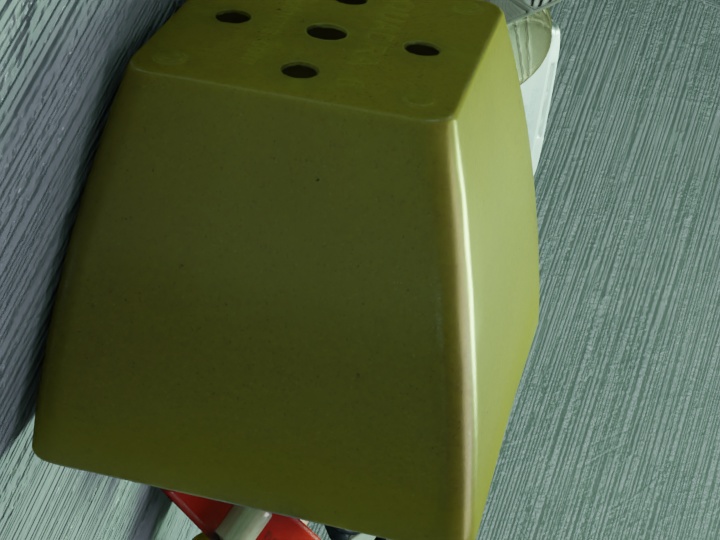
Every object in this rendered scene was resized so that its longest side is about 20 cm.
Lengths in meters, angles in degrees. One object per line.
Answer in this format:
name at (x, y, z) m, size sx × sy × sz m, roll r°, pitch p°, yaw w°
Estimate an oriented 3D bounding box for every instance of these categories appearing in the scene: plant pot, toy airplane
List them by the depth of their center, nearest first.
plant pot at (-0.021, -0.025, 0.707) m, size 0.200 × 0.198 × 0.178 m, roll -63°, pitch 160°, yaw -58°
toy airplane at (-0.078, 0.190, 1.205) m, size 0.199 × 0.141 × 0.201 m, roll -21°, pitch 127°, yaw -39°

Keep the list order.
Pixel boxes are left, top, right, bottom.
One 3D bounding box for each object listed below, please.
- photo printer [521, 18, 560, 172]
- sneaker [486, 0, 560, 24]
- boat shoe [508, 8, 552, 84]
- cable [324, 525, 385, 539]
photo printer at (0.085, -0.183, 1.382) m, size 0.069 × 0.200 × 0.168 m, roll -14°, pitch 132°, yaw -27°
sneaker at (0.050, -0.209, 1.119) m, size 0.106 × 0.198 × 0.075 m, roll -126°, pitch -156°, yaw -49°
boat shoe at (0.068, -0.157, 1.177) m, size 0.199 × 0.064 × 0.074 m, roll -31°, pitch 117°, yaw -41°
cable at (0.001, 0.092, 1.162) m, size 0.164 × 0.050 × 0.201 m, roll 53°, pitch 47°, yaw -39°
